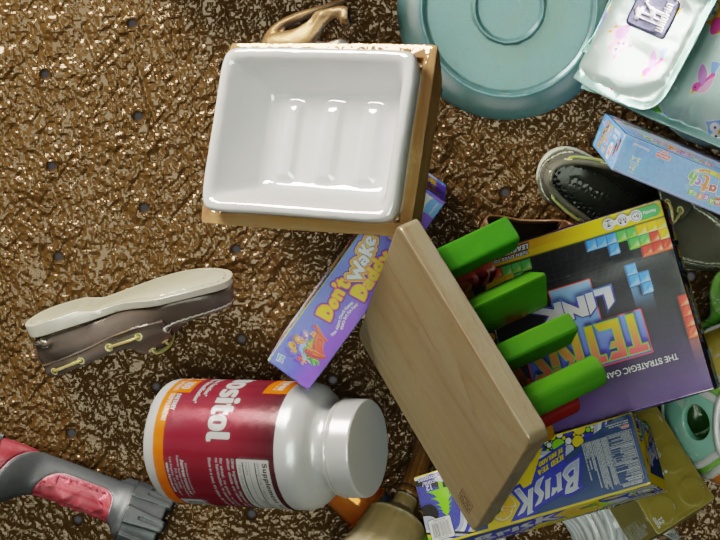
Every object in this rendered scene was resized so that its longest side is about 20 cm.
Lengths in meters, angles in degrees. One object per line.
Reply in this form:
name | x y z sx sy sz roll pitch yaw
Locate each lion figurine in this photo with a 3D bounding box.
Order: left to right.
lion figurine | -0.059 -0.151 1.588 0.122 0.072 0.201 -1 85 16

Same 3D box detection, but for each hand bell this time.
hand bell | 0.046 0.194 1.598 0.104 0.104 0.201 28 62 -2

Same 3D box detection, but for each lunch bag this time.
lunch bag | 0.303 -0.197 1.531 0.199 0.122 0.171 26 101 7

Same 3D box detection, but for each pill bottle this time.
pill bottle | -0.082 0.153 1.576 0.199 0.113 0.114 -1 100 25

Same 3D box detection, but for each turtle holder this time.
turtle holder | 0.341 0.103 1.568 0.140 0.132 0.186 22 100 0

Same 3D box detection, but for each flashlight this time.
flashlight | -0.276 0.207 1.648 0.199 0.068 0.068 22 98 0

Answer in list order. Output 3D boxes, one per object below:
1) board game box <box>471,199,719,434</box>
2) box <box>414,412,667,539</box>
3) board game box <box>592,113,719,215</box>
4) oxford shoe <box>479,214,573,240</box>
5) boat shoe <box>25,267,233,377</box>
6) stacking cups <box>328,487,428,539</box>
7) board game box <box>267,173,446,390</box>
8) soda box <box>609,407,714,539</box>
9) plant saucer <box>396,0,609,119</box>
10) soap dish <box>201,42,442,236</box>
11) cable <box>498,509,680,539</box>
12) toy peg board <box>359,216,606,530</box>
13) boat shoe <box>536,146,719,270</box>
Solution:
board game box | 0.186 0.047 1.515 0.199 0.057 0.166 -18 82 16
box | 0.152 0.181 1.511 0.199 0.070 0.065 -18 72 18
board game box | 0.278 -0.083 1.508 0.151 0.200 0.037 23 99 -1
oxford shoe | 0.196 -0.006 1.571 0.199 0.071 0.072 10 124 8
boat shoe | -0.203 0.048 1.619 0.199 0.072 0.060 -15 104 9
stacking cups | 0.019 0.235 1.640 0.200 0.061 0.061 42 98 -4
board game box | 0.000 0.000 1.568 0.045 0.134 0.200 36 98 -2
soda box | 0.224 0.139 1.575 0.067 0.064 0.201 -27 78 -20
plant saucer | 0.131 -0.233 1.580 0.199 0.027 0.202 1 99 3
soap dish | -0.028 -0.107 1.478 0.199 0.081 0.158 4 82 29
cable | 0.165 0.252 1.604 0.200 0.069 0.200 -42 86 -14
toy peg board | 0.102 0.073 1.438 0.097 0.199 0.201 -23 68 -20
boat shoe | 0.250 -0.049 1.584 0.201 0.060 0.072 24 100 -1
